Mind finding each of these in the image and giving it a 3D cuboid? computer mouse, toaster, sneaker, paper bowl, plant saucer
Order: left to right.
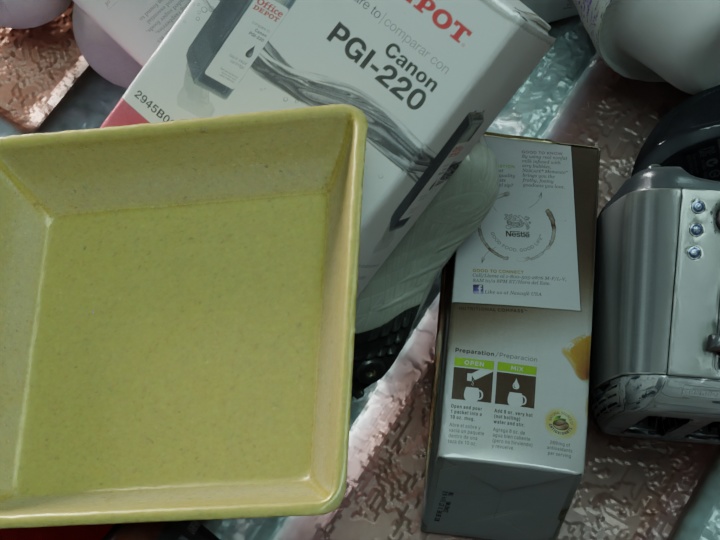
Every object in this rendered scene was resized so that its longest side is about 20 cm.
[{"bbox_3d":[-0.091,0.028,0.934,0.200,0.048,0.200,-4,64,16],"label":"plant saucer"},{"bbox_3d":[0.000,0.000,1.089,0.200,0.072,0.072,-52,33,12],"label":"sneaker"},{"bbox_3d":[0.182,0.024,1.116,0.114,0.200,0.129,6,80,-3],"label":"toaster"},{"bbox_3d":[0.229,-0.180,1.203,0.201,0.201,0.104,-17,65,-13],"label":"paper bowl"},{"bbox_3d":[0.255,-0.081,1.213,0.200,0.139,0.053,-13,50,3],"label":"computer mouse"}]

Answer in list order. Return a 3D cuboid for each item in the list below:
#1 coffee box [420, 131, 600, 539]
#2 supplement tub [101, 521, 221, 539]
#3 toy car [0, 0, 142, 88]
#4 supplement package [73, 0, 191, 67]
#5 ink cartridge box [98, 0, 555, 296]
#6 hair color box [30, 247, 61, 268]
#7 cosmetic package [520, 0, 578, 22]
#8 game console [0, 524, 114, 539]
[{"bbox_3d":[0.083,0.038,1.128,0.080,0.114,0.200,7,63,-1],"label":"coffee box"},{"bbox_3d":[-0.050,0.200,0.934,0.200,0.107,0.107,37,65,0],"label":"supplement tub"},{"bbox_3d":[-0.144,-0.223,1.221,0.200,0.150,0.175,27,63,9],"label":"toy car"},{"bbox_3d":[-0.072,-0.155,1.119,0.121,0.200,0.120,-42,35,5],"label":"supplement package"},{"bbox_3d":[-0.022,-0.086,1.010,0.146,0.085,0.200,40,99,13],"label":"ink cartridge box"},{"bbox_3d":[-0.181,0.036,1.030,0.200,0.065,0.109,9,96,-7],"label":"hair color box"},{"bbox_3d":[0.115,-0.266,1.258,0.200,0.166,0.167,-17,66,-12],"label":"cosmetic package"},{"bbox_3d":[-0.215,0.165,1.039,0.200,0.119,0.172,11,31,-3],"label":"game console"}]
